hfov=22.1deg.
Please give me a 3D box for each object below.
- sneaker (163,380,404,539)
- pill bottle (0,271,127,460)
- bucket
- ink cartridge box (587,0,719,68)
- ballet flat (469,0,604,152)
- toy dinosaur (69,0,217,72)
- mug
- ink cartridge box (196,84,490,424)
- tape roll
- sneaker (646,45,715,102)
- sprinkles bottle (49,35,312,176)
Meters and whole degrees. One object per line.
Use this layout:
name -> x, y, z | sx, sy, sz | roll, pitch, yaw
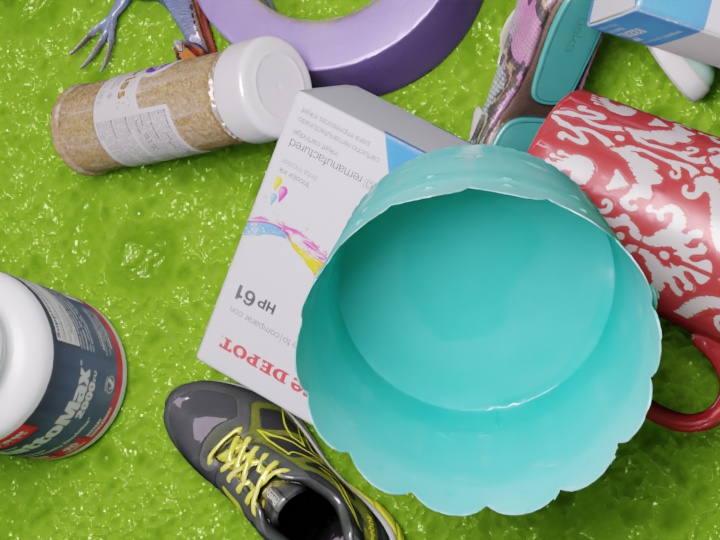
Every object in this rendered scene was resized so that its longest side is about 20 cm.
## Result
sneaker -> -0.055, 0.136, 1.220 | 0.200, 0.085, 0.075 | 35, 91, 18
pill bottle -> -0.246, 0.062, 1.226 | 0.119, 0.200, 0.120 | -3, 80, 16
bucket -> 0.068, 0.029, 1.065 | 0.207, 0.135, 0.207 | 1, 108, 3
ink cartridge box -> 0.260, -0.197, 1.142 | 0.200, 0.084, 0.145 | 15, 84, -14
ballet flat -> 0.108, -0.114, 1.216 | 0.071, 0.069, 0.200 | 49, 127, 52
toy dinosaur -> -0.136, -0.228, 1.307 | 0.200, 0.105, 0.182 | -42, 93, -7
mug -> 0.193, -0.013, 1.145 | 0.200, 0.133, 0.178 | 26, 65, 22
ink cartridge box -> 0.000, 0.000, 1.197 | 0.144, 0.085, 0.200 | 28, 110, 19
tape roll -> -0.015, -0.224, 1.269 | 0.200, 0.085, 0.200 | -3, 80, 14
sneaker -> 0.226, -0.217, 1.202 | 0.118, 0.074, 0.201 | -19, 74, 19
sprinkles bottle -> -0.125, -0.109, 1.248 | 0.200, 0.068, 0.068 | -8, 77, 42
